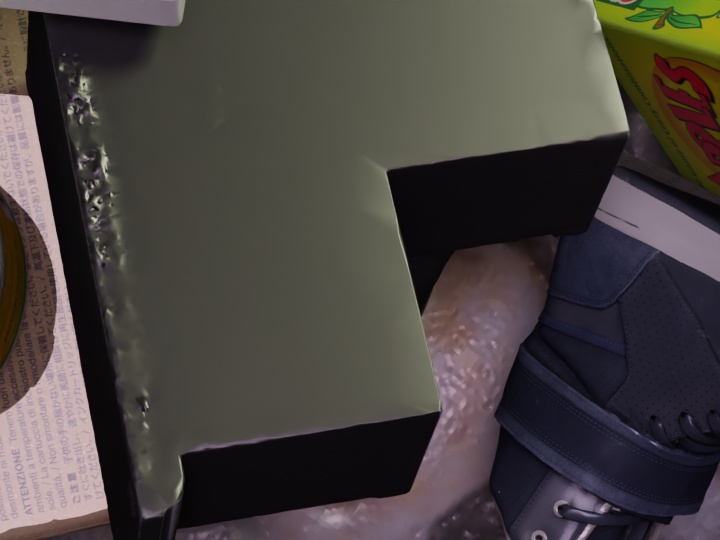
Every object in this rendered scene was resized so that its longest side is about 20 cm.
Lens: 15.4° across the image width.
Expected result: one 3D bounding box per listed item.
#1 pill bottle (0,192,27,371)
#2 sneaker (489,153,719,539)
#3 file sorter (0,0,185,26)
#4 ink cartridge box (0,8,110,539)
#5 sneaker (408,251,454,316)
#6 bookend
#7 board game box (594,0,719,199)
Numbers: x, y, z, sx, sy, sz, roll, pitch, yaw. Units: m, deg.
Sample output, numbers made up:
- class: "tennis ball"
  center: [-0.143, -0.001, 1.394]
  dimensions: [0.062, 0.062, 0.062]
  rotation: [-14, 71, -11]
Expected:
- class: "pill bottle"
  center: [-0.168, -0.002, 0.824]
  dimensions: [0.110, 0.200, 0.112]
  rotation: [0, 86, -1]
- class: "sneaker"
  center: [0.132, 0.062, 0.924]
  dimensions: [0.202, 0.077, 0.147]
  rotation: [32, 102, 41]
- class: "file sorter"
  center: [-0.144, -0.177, 0.819]
  dimensions: [0.199, 0.125, 0.139]
  rotation: [6, 54, 0]
- class: "ink cartridge box"
  center: [-0.161, 0.006, 0.961]
  dimensions: [0.164, 0.075, 0.201]
  rotation: [-12, 87, -1]
- class: "sneaker"
  center: [0.000, 0.000, 0.973]
  dimensions: [0.079, 0.096, 0.200]
  rotation: [23, 63, 33]
- class: "bookend"
  center: [0.003, -0.014, 0.869]
  dimensions: [0.199, 0.092, 0.200]
  rotation: [-9, 67, -11]
- class: "board game box"
  center: [0.171, -0.050, 0.899]
  dimensions: [0.048, 0.200, 0.102]
  rotation: [-48, 125, -13]
